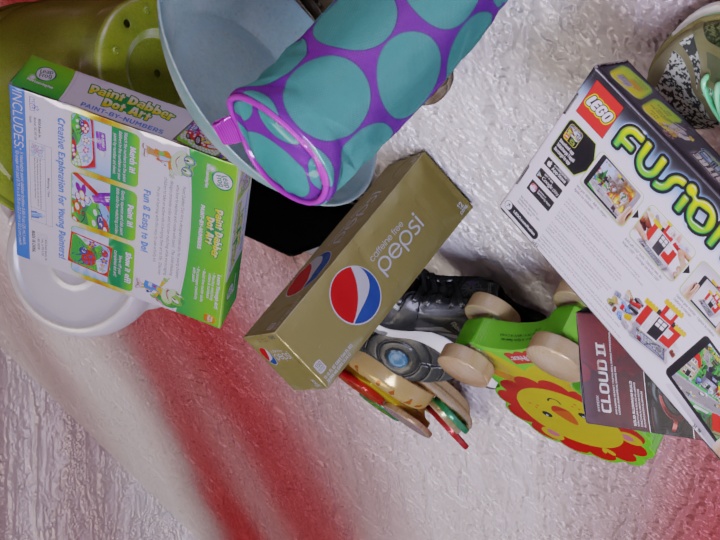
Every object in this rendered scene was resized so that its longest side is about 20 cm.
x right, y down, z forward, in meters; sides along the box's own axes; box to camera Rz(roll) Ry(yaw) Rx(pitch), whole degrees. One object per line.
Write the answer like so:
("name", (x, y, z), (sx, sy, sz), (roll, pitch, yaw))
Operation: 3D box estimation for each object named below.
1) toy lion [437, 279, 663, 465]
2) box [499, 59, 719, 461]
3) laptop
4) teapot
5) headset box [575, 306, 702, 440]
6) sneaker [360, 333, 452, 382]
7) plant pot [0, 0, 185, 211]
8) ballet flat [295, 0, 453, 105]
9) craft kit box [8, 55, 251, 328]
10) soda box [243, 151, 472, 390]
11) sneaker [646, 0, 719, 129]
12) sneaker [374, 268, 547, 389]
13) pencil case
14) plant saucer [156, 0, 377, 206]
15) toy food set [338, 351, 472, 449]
("toy lion", (0.172, 0.093, 1.120), (0.191, 0.069, 0.199), (38, 158, -19))
("box", (0.172, -0.005, 0.770), (0.201, 0.035, 0.110), (52, 131, 22))
("laptop", (-0.064, -0.022, 1.305), (0.186, 0.116, 0.201), (24, 154, 35))
("teapot", (-0.313, -0.022, 1.674), (0.146, 0.195, 0.202), (-38, -70, -75))
("headset box", (0.235, 0.046, 0.851), (0.199, 0.148, 0.076), (4, 106, 44))
("sneaker", (0.020, 0.045, 1.333), (0.198, 0.082, 0.074), (14, 125, 16))
("plant pot", (-0.228, -0.155, 1.246), (0.192, 0.201, 0.201), (-7, 131, 46))
("ballet flat", (-0.014, -0.187, 0.973), (0.067, 0.046, 0.200), (-36, 103, 30))
("craft kit box", (-0.190, -0.060, 1.169), (0.196, 0.049, 0.201), (22, 138, 7))
("soda box", (0.000, 0.000, 1.126), (0.064, 0.200, 0.068), (45, 157, -15))
("sneaker", (0.211, -0.093, 0.752), (0.077, 0.089, 0.199), (47, 158, -19))
("sneaker", (0.074, 0.022, 1.207), (0.198, 0.076, 0.087), (26, 141, -19))
("pencil case", (0.007, -0.135, 0.851), (0.092, 0.200, 0.085), (28, 156, 31))
("plant saucer", (-0.069, -0.124, 0.945), (0.039, 0.202, 0.201), (-32, 110, 33))
("toy food set", (0.034, 0.115, 1.454), (0.198, 0.049, 0.199), (41, 168, -34))
